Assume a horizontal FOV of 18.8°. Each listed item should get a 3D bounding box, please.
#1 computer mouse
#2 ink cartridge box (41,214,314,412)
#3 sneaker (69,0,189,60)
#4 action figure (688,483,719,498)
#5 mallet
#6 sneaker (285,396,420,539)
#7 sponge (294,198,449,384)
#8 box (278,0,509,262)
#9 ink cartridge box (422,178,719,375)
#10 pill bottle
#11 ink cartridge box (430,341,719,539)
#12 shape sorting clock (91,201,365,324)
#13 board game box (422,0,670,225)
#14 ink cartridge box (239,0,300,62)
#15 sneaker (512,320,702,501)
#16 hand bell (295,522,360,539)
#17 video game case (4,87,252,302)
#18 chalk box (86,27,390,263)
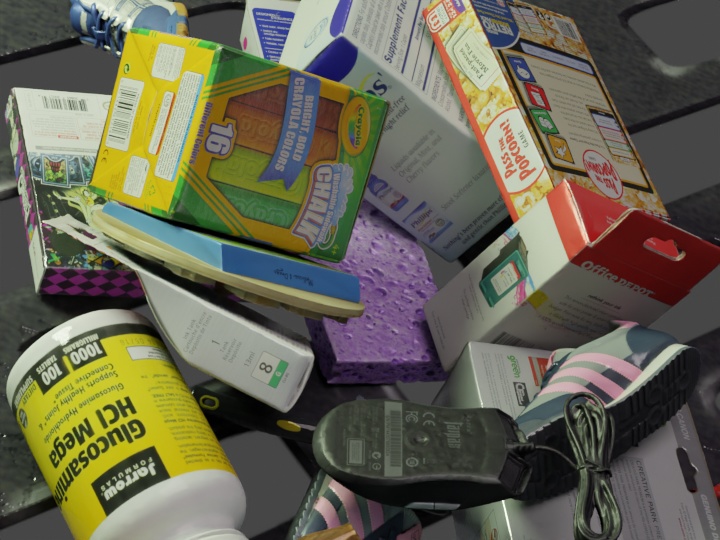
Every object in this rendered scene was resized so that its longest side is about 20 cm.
[{"bbox_3d":[0.070,0.145,1.391,0.199,0.046,0.141,-2,46,-5],"label":"computer mouse"},{"bbox_3d":[-0.128,0.028,1.483,0.199,0.050,0.161,25,1,-3],"label":"ink cartridge box"},{"bbox_3d":[-0.183,-0.185,1.715,0.088,0.076,0.200,-4,28,-13],"label":"sneaker"},{"bbox_3d":[0.315,0.172,1.650,0.199,0.052,0.066,-12,61,-40],"label":"action figure"},{"bbox_3d":[-0.021,0.108,1.537,0.199,0.041,0.066,23,84,0],"label":"mallet"},{"bbox_3d":[-0.004,0.177,1.438,0.082,0.070,0.201,26,56,0],"label":"sneaker"},{"bbox_3d":[0.000,0.000,1.669,0.111,0.030,0.201,1,49,-26],"label":"sponge"},{"bbox_3d":[0.041,-0.141,1.718,0.200,0.105,0.184,38,33,-17],"label":"box"},{"bbox_3d":[0.157,0.008,1.596,0.116,0.200,0.067,21,39,-39],"label":"ink cartridge box"},{"bbox_3d":[-0.144,0.133,1.414,0.112,0.113,0.200,-11,55,-33],"label":"pill bottle"},{"bbox_3d":[0.158,0.160,1.557,0.175,0.084,0.201,7,47,-20],"label":"ink cartridge box"},{"bbox_3d":[-0.092,-0.003,1.507,0.199,0.039,0.200,17,2,-1],"label":"shape sorting clock"},{"bbox_3d":[0.143,-0.119,1.675,0.151,0.046,0.201,10,49,-47],"label":"board game box"},{"bbox_3d":[-0.043,-0.159,1.794,0.094,0.037,0.201,4,51,-22],"label":"ink cartridge box"},{"bbox_3d":[0.146,0.095,1.517,0.199,0.070,0.082,-24,40,-36],"label":"sneaker"},{"bbox_3d":[-0.088,0.210,1.311,0.199,0.104,0.104,-32,64,-8],"label":"hand bell"},{"bbox_3d":[-0.158,-0.057,1.640,0.199,0.036,0.182,2,49,-24],"label":"video game case"},{"bbox_3d":[-0.069,-0.083,1.544,0.199,0.125,0.124,13,3,-38],"label":"chalk box"}]
